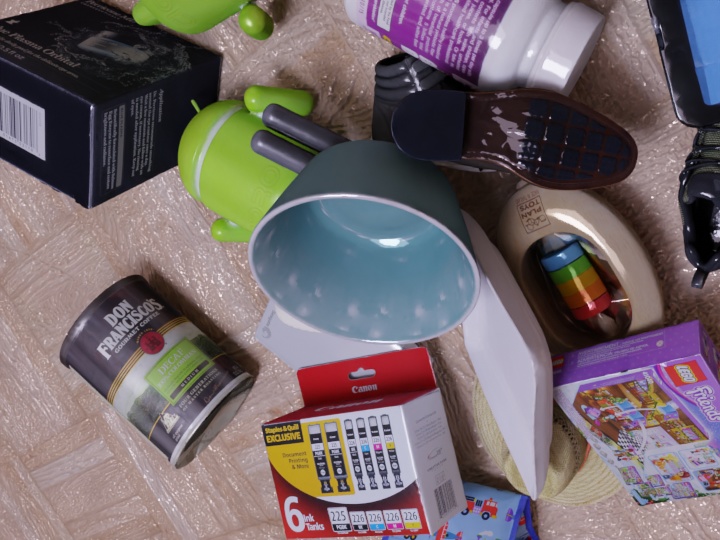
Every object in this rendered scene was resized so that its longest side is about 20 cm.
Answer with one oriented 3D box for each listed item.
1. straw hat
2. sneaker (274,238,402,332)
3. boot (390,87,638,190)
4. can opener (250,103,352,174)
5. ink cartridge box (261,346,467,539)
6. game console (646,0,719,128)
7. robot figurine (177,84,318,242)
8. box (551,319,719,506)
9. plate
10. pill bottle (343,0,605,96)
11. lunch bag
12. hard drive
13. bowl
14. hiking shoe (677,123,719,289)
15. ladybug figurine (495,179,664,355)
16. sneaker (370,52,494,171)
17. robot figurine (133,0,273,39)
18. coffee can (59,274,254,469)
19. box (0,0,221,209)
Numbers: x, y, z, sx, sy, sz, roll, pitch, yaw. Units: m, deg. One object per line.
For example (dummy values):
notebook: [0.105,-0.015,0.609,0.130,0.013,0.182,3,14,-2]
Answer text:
straw hat: [0.183,0.177,0.861,0.198,0.085,0.204,15,120,26]
sneaker: [0.000,-0.001,0.880,0.196,0.077,0.113,0,117,17]
boot: [0.120,-0.113,0.700,0.196,0.097,0.076,11,102,-4]
can opener: [-0.010,-0.093,0.821,0.197,0.067,0.054,25,85,-12]
ink cartridge box: [-0.005,0.188,0.927,0.198,0.083,0.179,-15,88,36]
game console: [0.287,-0.208,0.549,0.197,0.176,0.118,-16,65,16]
robot figurine: [-0.104,-0.101,0.886,0.198,0.115,0.178,29,120,17]
box: [0.271,0.134,0.760,0.135,0.039,0.200,-18,127,34]
plate: [0.132,0.071,0.776,0.032,0.202,0.202,-15,134,-4]
pill bottle: [0.094,-0.214,0.706,0.198,0.112,0.113,31,126,13]
lunch bag: [0.088,0.331,0.916,0.148,0.201,0.095,5,133,31]
hard drive: [-0.024,0.089,0.987,0.199,0.027,0.133,37,127,12]
bowl: [0.009,-0.034,0.744,0.197,0.106,0.202,7,143,5]
hiking shoe: [0.287,-0.088,0.654,0.075,0.101,0.203,9,118,27]
ladybug figurine: [0.200,0.000,0.771,0.135,0.072,0.202,-23,100,38]
sneaker: [0.088,-0.150,0.768,0.197,0.071,0.101,11,123,33]
robot figurine: [-0.138,-0.299,0.800,0.198,0.115,0.178,-17,98,37]
coffee can: [-0.253,0.125,1.074,0.199,0.146,0.147,39,128,9]
box: [-0.285,-0.186,0.905,0.195,0.200,0.119,27,126,18]
